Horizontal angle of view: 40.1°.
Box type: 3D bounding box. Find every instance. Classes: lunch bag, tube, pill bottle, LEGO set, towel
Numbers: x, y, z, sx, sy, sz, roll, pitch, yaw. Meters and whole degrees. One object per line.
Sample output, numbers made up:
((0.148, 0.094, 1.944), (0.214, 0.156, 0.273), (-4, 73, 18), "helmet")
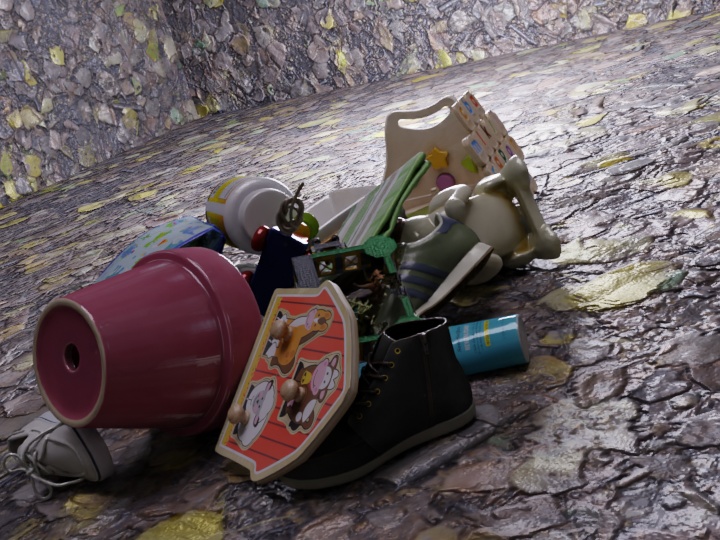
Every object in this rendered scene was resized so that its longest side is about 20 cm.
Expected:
((-0.285, 0.009, 1.425), (0.200, 0.127, 0.170), (-52, 25, -8), "lunch bag")
((0.076, 0.090, 1.042), (0.199, 0.051, 0.078), (-13, 41, 17), "tube")
((-0.154, -0.080, 1.422), (0.109, 0.110, 0.200), (-22, 13, -16), "pill bottle")
((-0.005, 0.066, 1.039), (0.153, 0.116, 0.200), (-16, 43, -14), "LEGO set")
((0.010, -0.051, 1.208), (0.150, 0.031, 0.200), (-61, 13, -26), "towel")

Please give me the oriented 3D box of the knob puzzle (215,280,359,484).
((-0.068, 0.099, 0.918), (0.219, 0.030, 0.221), (-37, 38, 37), "knob puzzle")

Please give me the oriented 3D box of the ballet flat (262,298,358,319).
((-0.085, 0.078, 1.230), (0.199, 0.068, 0.072), (-19, -3, 6), "ballet flat")

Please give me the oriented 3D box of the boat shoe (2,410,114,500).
((-0.335, 0.197, 1.054), (0.086, 0.075, 0.201), (-27, 18, -33), "boat shoe")

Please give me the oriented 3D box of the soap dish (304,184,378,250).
((-0.039, -0.056, 1.472), (0.157, 0.082, 0.200), (-36, 15, -20), "soap dish")

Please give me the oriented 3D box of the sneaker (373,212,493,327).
((0.057, 0.013, 1.143), (0.200, 0.090, 0.067), (-42, -15, -16), "sneaker")

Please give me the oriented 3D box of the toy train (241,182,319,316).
((-0.083, -0.044, 1.266), (0.084, 0.201, 0.116), (26, 29, 4), "toy train")

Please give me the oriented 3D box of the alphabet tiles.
((0.211, -0.189, 1.551), (0.015, 0.196, 0.200), (-33, 9, 28), "alphabet tiles")

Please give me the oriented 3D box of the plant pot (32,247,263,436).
((-0.228, 0.082, 1.022), (0.199, 0.202, 0.178), (-1, 5, 40), "plant pot")

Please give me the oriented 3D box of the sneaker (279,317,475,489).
((0.004, 0.119, 0.918), (0.199, 0.107, 0.075), (-23, 18, -16), "sneaker")

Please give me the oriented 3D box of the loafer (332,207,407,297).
((0.000, 0.000, 1.320), (0.200, 0.070, 0.075), (-45, 28, -5), "loafer")

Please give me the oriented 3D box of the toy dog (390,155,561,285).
((0.121, -0.045, 1.272), (0.199, 0.140, 0.194), (-22, 5, -16), "toy dog")

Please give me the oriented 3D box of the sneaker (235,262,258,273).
((-0.149, 0.015, 1.436), (0.199, 0.075, 0.099), (1, 26, 44), "sneaker")

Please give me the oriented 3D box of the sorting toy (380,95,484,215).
((0.120, -0.182, 1.597), (0.199, 0.181, 0.107), (-12, 12, 23), "sorting toy")

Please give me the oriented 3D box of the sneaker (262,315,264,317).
((-0.184, 0.073, 1.286), (0.199, 0.080, 0.077), (-25, 19, -27), "sneaker")

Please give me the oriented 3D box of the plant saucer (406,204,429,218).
((0.084, -0.048, 1.444), (0.199, 0.031, 0.200), (-26, 14, 7), "plant saucer")
